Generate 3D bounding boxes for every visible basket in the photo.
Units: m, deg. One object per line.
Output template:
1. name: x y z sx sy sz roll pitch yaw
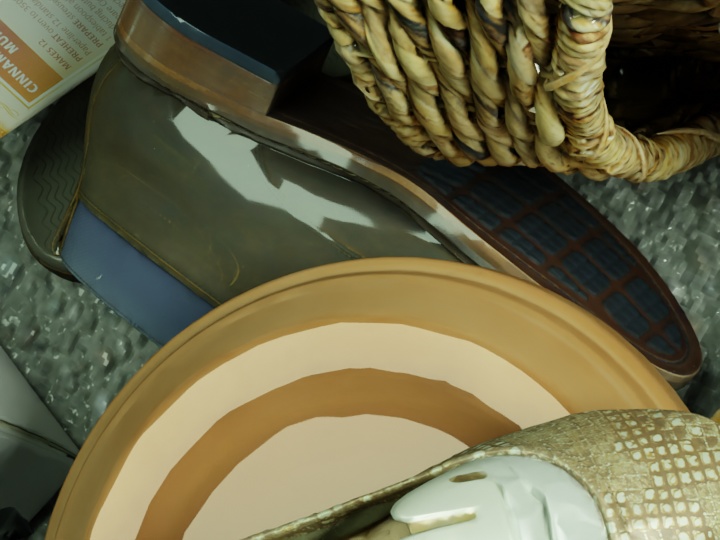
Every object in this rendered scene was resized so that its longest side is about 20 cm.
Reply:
1. basket: 0.084 -0.095 0.730 0.148 0.200 0.143 4 83 19

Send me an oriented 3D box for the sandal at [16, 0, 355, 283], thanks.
1. sandal: -0.031 -0.064 0.879 0.199 0.055 0.082 -24 62 22

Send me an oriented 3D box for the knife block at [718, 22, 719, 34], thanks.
1. knife block: 0.177 -0.114 0.696 0.064 0.175 0.200 38 94 28

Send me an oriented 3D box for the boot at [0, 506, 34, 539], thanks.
1. boot: -0.150 0.139 0.791 0.073 0.163 0.199 20 64 26

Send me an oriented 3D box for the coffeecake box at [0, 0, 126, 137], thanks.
1. coffeecake box: -0.083 -0.146 0.900 0.200 0.073 0.154 -33 37 17

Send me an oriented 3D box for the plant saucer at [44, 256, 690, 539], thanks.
1. plant saucer: 0.003 0.092 0.742 0.199 0.037 0.201 -3 77 15

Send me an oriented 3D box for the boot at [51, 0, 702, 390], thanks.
1. boot: 0.000 0.000 0.828 0.200 0.075 0.097 36 116 13

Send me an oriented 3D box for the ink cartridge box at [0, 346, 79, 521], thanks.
1. ink cartridge box: -0.206 0.040 0.929 0.146 0.084 0.200 -47 55 9

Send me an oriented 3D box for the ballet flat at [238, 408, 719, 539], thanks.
1. ballet flat: 0.003 0.086 0.689 0.199 0.065 0.071 -24 75 10

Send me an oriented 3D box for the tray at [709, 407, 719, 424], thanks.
1. tray: 0.139 0.062 0.745 0.200 0.037 0.099 -50 55 8
